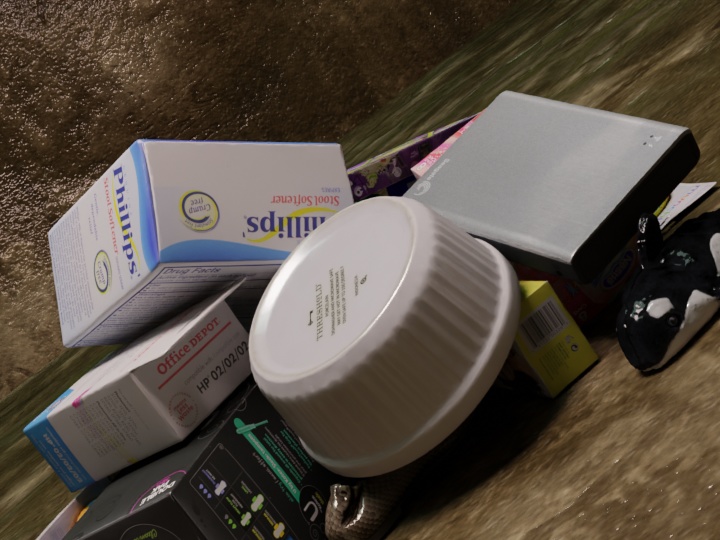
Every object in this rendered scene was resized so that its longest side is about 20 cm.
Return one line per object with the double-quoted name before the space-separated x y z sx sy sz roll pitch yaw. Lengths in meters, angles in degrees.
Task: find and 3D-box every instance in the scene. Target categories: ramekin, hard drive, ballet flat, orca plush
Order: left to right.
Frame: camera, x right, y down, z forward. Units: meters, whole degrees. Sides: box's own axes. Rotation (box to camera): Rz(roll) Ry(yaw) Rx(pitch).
"ramekin" 0.009 0.038 1.152 0.202 0.094 0.203 -32 33 24
"ballet flat" 0.029 0.131 1.196 0.067 0.047 0.200 -25 16 45
"hard drive" 0.136 -0.066 1.215 0.140 0.033 0.199 -46 35 -18
"orca plush" 0.227 -0.017 1.124 0.200 0.071 0.105 -41 11 -23

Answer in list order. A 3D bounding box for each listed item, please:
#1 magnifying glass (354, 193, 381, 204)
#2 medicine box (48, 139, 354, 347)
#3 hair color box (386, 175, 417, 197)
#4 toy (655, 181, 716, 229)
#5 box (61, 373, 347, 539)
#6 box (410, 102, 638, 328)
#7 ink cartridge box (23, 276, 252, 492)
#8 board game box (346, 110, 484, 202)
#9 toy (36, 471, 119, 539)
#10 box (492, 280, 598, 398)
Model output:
"magnifying glass" 0.001 0.018 1.501 0.022 0.201 0.080 -4 39 -14
"medicine box" -0.126 -0.019 1.292 0.181 0.104 0.200 -2 -19 -33
"hair color box" 0.117 -0.073 1.528 0.109 0.065 0.200 -21 -8 25
"toy" 0.210 -0.055 1.409 0.115 0.047 0.200 -41 10 -11
"box" -0.110 0.181 1.219 0.148 0.125 0.200 -31 12 34
"box" 0.138 -0.047 1.307 0.102 0.095 0.200 -38 32 -7
"ink cartridge box" -0.154 0.089 1.241 0.199 0.068 0.115 -28 12 45
"board game box" 0.016 -0.086 1.417 0.199 0.033 0.120 -27 10 -34
"toy" -0.178 0.215 1.302 0.047 0.116 0.200 -20 16 27
"box" 0.104 0.048 1.240 0.050 0.076 0.200 -38 9 -13
